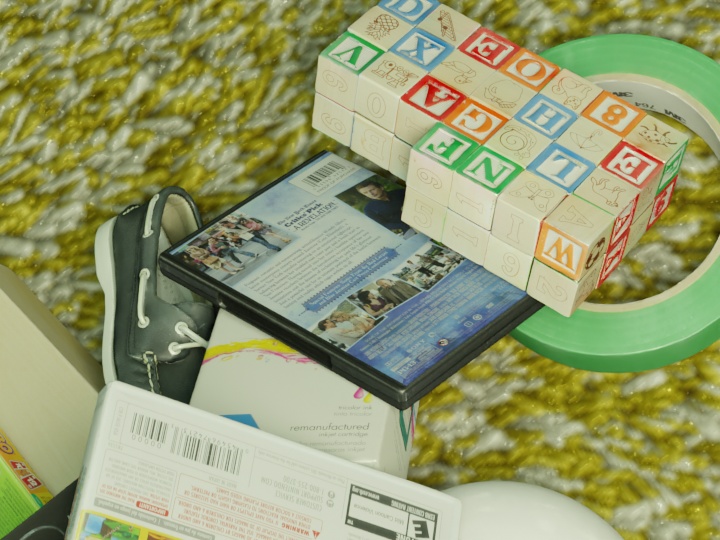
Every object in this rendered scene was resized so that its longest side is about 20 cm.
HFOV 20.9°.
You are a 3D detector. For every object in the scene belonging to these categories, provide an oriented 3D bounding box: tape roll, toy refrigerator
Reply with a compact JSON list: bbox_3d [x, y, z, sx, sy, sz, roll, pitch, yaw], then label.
[{"bbox_3d":[0.153,-0.041,1.168,0.200,0.048,0.201,-3,74,11],"label":"tape roll"},{"bbox_3d":[-0.191,0.085,1.197,0.200,0.070,0.076,43,94,20],"label":"toy refrigerator"}]

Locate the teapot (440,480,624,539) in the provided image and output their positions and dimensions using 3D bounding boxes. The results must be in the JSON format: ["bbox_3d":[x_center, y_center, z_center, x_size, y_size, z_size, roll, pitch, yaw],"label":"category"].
[{"bbox_3d":[0.071,0.206,1.048,0.197,0.146,0.200,43,96,15],"label":"teapot"}]

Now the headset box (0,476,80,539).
[{"bbox_3d":[-0.145,0.204,1.007,0.200,0.077,0.149,-39,82,16],"label":"headset box"}]

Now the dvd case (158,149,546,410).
[{"bbox_3d":[0.000,0.000,1.121,0.200,0.018,0.143,28,48,36],"label":"dvd case"}]

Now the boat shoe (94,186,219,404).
[{"bbox_3d":[-0.114,0.034,1.166,0.060,0.076,0.200,-35,54,24],"label":"boat shoe"}]

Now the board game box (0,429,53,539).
[{"bbox_3d":[-0.267,0.178,1.176,0.200,0.030,0.096,-48,69,18],"label":"board game box"}]

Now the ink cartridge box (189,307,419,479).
[{"bbox_3d":[-0.028,0.067,1.111,0.116,0.067,0.200,-3,36,11],"label":"ink cartridge box"}]

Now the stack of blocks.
[{"bbox_3d":[0.070,-0.072,1.113,0.200,0.059,0.115,31,51,20],"label":"stack of blocks"}]

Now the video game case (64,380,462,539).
[{"bbox_3d":[-0.050,0.165,0.941,0.200,0.023,0.182,21,56,-19],"label":"video game case"}]
